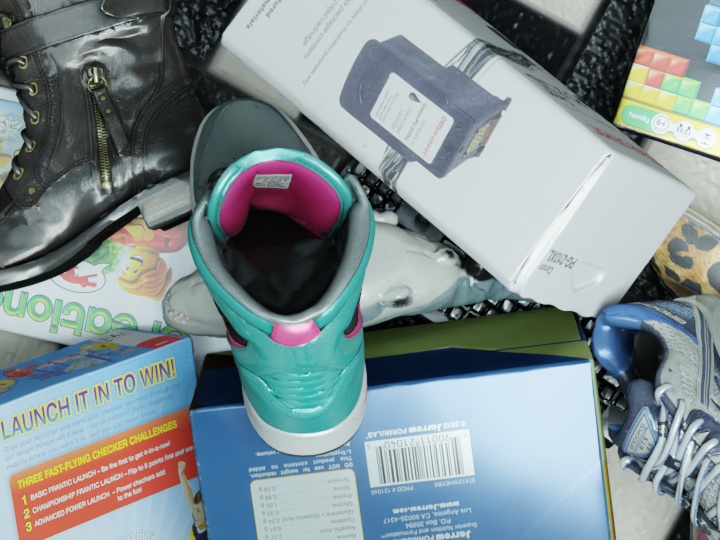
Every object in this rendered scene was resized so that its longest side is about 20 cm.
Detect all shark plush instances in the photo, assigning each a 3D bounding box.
[{"bbox_3d":[0.000,0.000,1.427,0.200,0.083,0.091,-12,67,-14],"label":"shark plush"}]

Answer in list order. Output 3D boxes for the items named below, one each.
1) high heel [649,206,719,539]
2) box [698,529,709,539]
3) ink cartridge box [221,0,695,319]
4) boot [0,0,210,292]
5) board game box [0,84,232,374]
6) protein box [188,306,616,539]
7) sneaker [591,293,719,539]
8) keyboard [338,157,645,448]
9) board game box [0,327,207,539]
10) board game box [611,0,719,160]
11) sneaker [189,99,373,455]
[{"bbox_3d":[0.168,0.059,1.433,0.200,0.071,0.143,42,89,-8],"label":"high heel"},{"bbox_3d":[0.280,0.113,1.388,0.176,0.097,0.200,18,94,-20],"label":"box"},{"bbox_3d":[0.051,-0.073,1.364,0.200,0.145,0.084,41,100,22],"label":"ink cartridge box"},{"bbox_3d":[-0.165,-0.089,1.425,0.200,0.069,0.174,-22,89,-6],"label":"boot"},{"bbox_3d":[-0.147,-0.024,1.473,0.200,0.035,0.126,12,94,3],"label":"board game box"},{"bbox_3d":[0.028,0.139,1.402,0.198,0.135,0.200,-7,101,2],"label":"protein box"},{"bbox_3d":[0.160,0.089,1.323,0.085,0.200,0.077,9,126,-28],"label":"sneaker"},{"bbox_3d":[0.055,0.029,1.469,0.200,0.021,0.127,34,94,3],"label":"keyboard"},{"bbox_3d":[-0.160,0.149,1.393,0.056,0.200,0.196,6,108,44],"label":"board game box"},{"bbox_3d":[0.247,-0.122,1.422,0.200,0.057,0.166,17,95,3],"label":"board game box"},{"bbox_3d":[-0.043,-0.027,1.299,0.083,0.121,0.200,-11,54,-7],"label":"sneaker"}]
